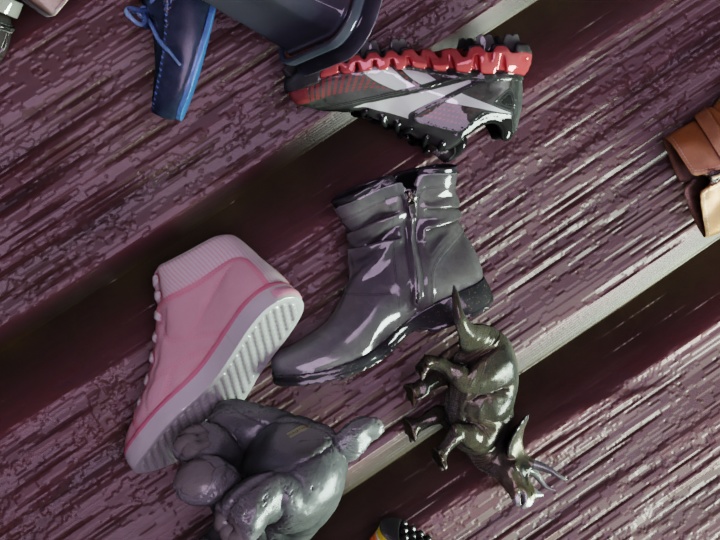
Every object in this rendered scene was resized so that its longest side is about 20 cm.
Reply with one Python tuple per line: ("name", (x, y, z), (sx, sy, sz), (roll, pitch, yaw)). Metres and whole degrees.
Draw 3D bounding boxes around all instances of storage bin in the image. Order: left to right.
("storage bin", (-0.049, -0.266, 1.472), (0.134, 0.145, 0.201), (21, 75, -25))

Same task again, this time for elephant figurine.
("elephant figurine", (-0.079, 0.206, 1.562), (0.154, 0.142, 0.201), (18, 132, 23))

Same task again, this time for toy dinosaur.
("toy dinosaur", (0.090, 0.095, 1.600), (0.102, 0.077, 0.201), (-18, 110, -23))

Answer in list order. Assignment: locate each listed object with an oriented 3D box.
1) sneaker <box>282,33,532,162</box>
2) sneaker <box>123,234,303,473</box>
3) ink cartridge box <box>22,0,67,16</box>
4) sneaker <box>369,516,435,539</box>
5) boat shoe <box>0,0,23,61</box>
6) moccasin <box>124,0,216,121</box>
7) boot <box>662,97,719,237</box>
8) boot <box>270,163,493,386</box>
("sneaker", (0.039, -0.132, 1.572), (0.199, 0.071, 0.099), (-3, 94, -12))
("sneaker", (-0.134, 0.059, 1.565), (0.105, 0.075, 0.201), (49, 113, 25))
("ink cartridge box", (-0.266, -0.255, 1.433), (0.164, 0.200, 0.075), (36, 89, -12))
("sneaker", (0.070, 0.288, 1.633), (0.200, 0.070, 0.090), (39, 103, -12))
("boat shoe", (-0.354, -0.205, 1.486), (0.200, 0.072, 0.061), (19, 96, -9))
("moccasin", (-0.142, -0.215, 1.534), (0.068, 0.080, 0.202), (11, 80, -8))
("boot", (0.349, -0.063, 1.636), (0.155, 0.077, 0.201), (-29, 98, -9))
("boot", (0.000, 0.000, 1.579), (0.199, 0.070, 0.132), (-26, 106, -19))
